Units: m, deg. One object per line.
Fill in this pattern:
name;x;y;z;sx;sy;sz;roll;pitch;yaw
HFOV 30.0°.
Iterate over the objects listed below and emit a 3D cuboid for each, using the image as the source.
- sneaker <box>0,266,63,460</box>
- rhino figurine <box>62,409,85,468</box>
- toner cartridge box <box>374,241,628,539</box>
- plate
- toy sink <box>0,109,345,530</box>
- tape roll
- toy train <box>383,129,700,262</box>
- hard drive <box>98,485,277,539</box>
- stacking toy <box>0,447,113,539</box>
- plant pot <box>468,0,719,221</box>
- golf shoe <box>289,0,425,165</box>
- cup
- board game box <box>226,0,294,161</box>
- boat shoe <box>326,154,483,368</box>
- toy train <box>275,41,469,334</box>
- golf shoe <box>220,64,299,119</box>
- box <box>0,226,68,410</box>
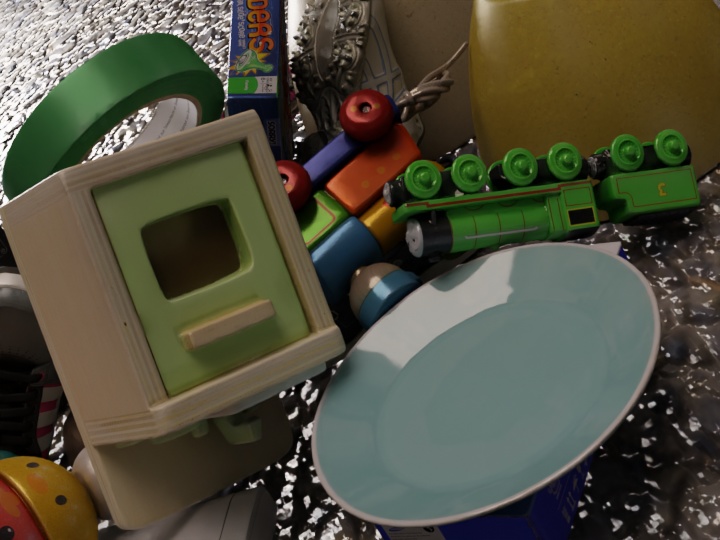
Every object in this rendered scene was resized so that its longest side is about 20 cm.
sneaker;-0.236;0.104;0.865;0.082;0.202;0.122;10;42;-6
rhino figurine;-0.143;0.058;0.924;0.086;0.060;0.202;-8;48;34
toner cartridge box;0.085;0.070;0.738;0.094;0.043;0.201;-8;38;33
plate;0.066;0.061;0.702;0.198;0.026;0.201;-24;31;15
toy sink;-0.096;0.031;0.757;0.129;0.203;0.112;-21;4;-35
tape roll;-0.204;-0.107;1.123;0.200;0.201;0.048;-40;76;-14
toy train;0.110;-0.044;0.793;0.197;0.057;0.042;-9;-8;-15
hard drive;-0.148;0.201;0.777;0.198;0.027;0.133;-19;33;22
stacking toy;-0.203;0.153;0.772;0.145;0.148;0.199;7;32;46
plant pot;0.151;-0.150;0.898;0.198;0.143;0.201;-22;31;14
golf shoe;0.004;-0.124;0.976;0.078;0.096;0.203;-10;73;46
cup;0.019;-0.190;1.073;0.198;0.144;0.201;-23;32;15
board game box;-0.068;-0.102;0.945;0.034;0.201;0.137;-1;55;-1
boat shoe;0.000;0.000;0.896;0.199;0.062;0.075;-35;36;-2
toy train;0.037;-0.055;0.836;0.200;0.085;0.116;-42;65;-16
golf shoe;-0.097;-0.090;1.117;0.092;0.072;0.201;-56;11;40
box;-0.313;0.023;1.008;0.124;0.201;0.148;-42;32;-18
